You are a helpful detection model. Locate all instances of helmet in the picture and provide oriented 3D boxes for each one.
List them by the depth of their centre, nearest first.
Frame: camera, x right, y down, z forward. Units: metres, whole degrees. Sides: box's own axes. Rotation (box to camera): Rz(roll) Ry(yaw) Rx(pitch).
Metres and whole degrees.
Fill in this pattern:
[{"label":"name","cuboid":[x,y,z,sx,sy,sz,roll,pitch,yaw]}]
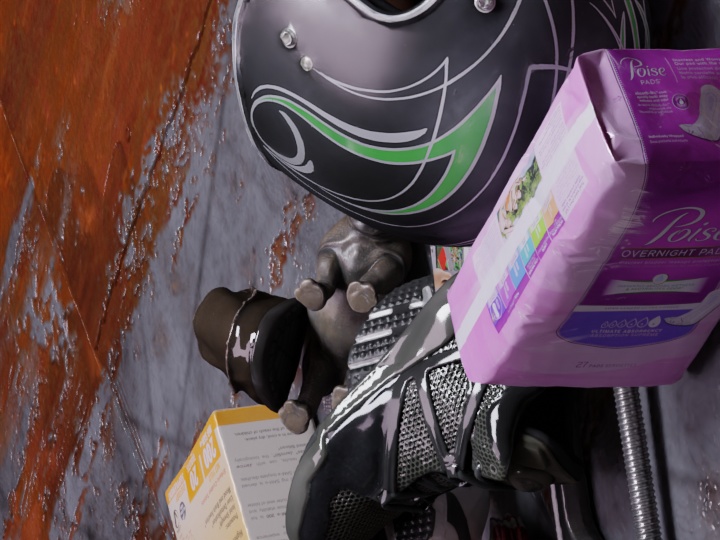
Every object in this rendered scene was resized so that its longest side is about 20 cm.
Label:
[{"label":"helmet","cuboid":[0.052,-0.110,1.437,0.191,0.200,0.200,11,109,24]}]

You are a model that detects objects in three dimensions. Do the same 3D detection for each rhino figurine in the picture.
[{"label":"rhino figurine","cuboid":[0.000,0.000,1.705,0.087,0.060,0.200,-50,-25,-57]}]

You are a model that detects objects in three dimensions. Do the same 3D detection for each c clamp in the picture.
[{"label":"c clamp","cuboid":[0.137,0.098,1.493,0.171,0.027,0.200,147,114,-68]}]

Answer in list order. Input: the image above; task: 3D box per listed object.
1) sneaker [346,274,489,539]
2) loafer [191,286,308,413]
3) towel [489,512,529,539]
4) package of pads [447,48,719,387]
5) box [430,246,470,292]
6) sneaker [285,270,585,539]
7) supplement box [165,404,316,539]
[{"label":"sneaker","cuboid":[0.037,0.098,1.633,0.074,0.080,0.200,-10,60,32]},{"label":"loafer","cuboid":[-0.073,0.046,1.788,0.200,0.071,0.073,75,-152,-88]},{"label":"towel","cuboid":[0.086,0.231,1.550,0.200,0.023,0.144,-98,10,-74]},{"label":"package of pads","cuboid":[0.130,-0.020,1.362,0.200,0.120,0.076,117,144,-50]},{"label":"box","cuboid":[0.070,-0.089,1.584,0.110,0.035,0.200,173,92,-65]},{"label":"sneaker","cuboid":[0.043,0.102,1.516,0.199,0.076,0.114,-49,57,17]},{"label":"supplement box","cuboid":[-0.059,0.203,1.873,0.126,0.074,0.200,122,137,-53]}]
